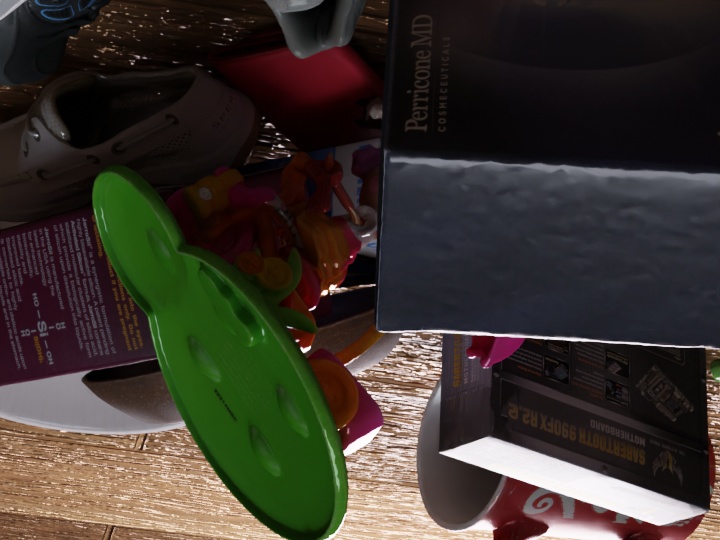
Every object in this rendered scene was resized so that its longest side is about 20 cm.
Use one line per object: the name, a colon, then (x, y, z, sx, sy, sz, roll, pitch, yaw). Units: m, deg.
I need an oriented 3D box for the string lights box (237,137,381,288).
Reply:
string lights box: (-0.029, -0.027, 1.053, 0.200, 0.059, 0.103, -8, 166, 43)

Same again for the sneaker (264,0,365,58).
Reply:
sneaker: (-0.028, -0.165, 0.772, 0.075, 0.092, 0.200, -4, 154, 15)

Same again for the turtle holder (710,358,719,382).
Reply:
turtle holder: (0.323, 0.095, 1.274, 0.131, 0.141, 0.186, -19, 110, 14)

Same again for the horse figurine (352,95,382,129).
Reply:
horse figurine: (0.104, -0.085, 0.946, 0.199, 0.050, 0.133, -11, -177, -8)

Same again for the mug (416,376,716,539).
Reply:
mug: (0.156, 0.165, 1.392, 0.199, 0.178, 0.133, 12, 179, -29)

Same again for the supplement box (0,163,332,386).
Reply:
supplement box: (-0.127, 0.006, 0.997, 0.200, 0.086, 0.110, -11, -178, 43)

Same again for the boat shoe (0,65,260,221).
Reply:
boat shoe: (-0.155, -0.080, 1.014, 0.199, 0.071, 0.069, -11, 143, 26)

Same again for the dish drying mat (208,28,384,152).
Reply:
dish drying mat: (-0.004, -0.082, 1.041, 0.077, 0.018, 0.200, -8, 152, 26)

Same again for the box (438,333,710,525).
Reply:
box: (0.140, 0.062, 1.168, 0.199, 0.159, 0.048, 20, 151, -34)

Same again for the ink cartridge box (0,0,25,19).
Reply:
ink cartridge box: (-0.183, -0.189, 0.622, 0.200, 0.146, 0.087, 37, 139, -28)

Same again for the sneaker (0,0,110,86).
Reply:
sneaker: (-0.134, -0.143, 0.858, 0.082, 0.074, 0.200, 10, 155, -11)

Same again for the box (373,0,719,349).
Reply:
box: (0.109, -0.078, 0.788, 0.197, 0.201, 0.123, 2, 140, 2)

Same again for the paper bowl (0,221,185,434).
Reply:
paper bowl: (-0.187, 0.030, 1.209, 0.200, 0.105, 0.201, 3, 156, 1)

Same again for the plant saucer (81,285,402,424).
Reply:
plant saucer: (-0.057, 0.050, 1.033, 0.200, 0.037, 0.200, -15, -175, 1)

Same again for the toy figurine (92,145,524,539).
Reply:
toy figurine: (0.000, 0.000, 0.871, 0.184, 0.200, 0.150, -29, 165, -28)
